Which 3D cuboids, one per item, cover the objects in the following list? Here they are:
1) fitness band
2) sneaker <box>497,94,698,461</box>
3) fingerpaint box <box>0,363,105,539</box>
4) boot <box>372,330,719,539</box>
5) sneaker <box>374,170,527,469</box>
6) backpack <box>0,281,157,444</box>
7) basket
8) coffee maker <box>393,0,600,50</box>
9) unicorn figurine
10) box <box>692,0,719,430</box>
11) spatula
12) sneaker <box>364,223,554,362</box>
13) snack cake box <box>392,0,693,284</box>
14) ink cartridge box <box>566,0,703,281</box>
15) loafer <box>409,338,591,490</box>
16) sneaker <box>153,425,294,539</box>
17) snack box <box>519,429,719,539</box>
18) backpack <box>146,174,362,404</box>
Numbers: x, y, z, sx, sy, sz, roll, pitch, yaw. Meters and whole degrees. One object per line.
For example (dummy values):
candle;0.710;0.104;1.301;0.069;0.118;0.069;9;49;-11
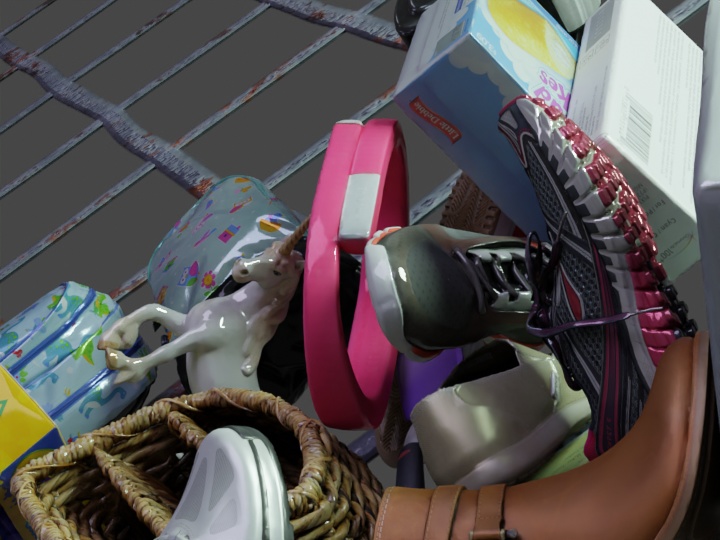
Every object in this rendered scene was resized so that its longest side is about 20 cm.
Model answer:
fitness band;0.000;0.000;0.994;0.037;0.144;0.201;2;41;10
sneaker;0.114;0.004;0.863;0.074;0.201;0.081;-27;-14;19
fingerpaint box;-0.257;0.167;1.082;0.167;0.200;0.073;-41;69;-18
boot;0.087;0.116;0.797;0.154;0.077;0.202;8;81;25
sneaker;0.086;0.042;1.075;0.071;0.112;0.201;13;80;54
backpack;-0.246;0.102;1.267;0.199;0.155;0.163;-23;0;-9
basket;-0.084;0.130;0.955;0.143;0.149;0.200;-54;26;-2
coffee maker;0.103;-0.109;1.147;0.191;0.201;0.135;-35;20;-8
unicorn figurine;-0.095;0.062;1.094;0.136;0.202;0.074;-11;20;-16
box;0.244;-0.007;0.757;0.170;0.200;0.201;-3;32;17
spatula;0.033;0.094;0.961;0.056;0.021;0.201;-42;20;30
sneaker;0.076;0.003;0.942;0.081;0.078;0.199;-20;-12;31
snack cake box;0.117;-0.081;1.036;0.067;0.200;0.115;-37;19;29
ink cartridge box;0.201;-0.062;1.010;0.045;0.176;0.201;-42;16;32
loafer;0.085;0.070;0.932;0.075;0.069;0.200;-35;-3;23
sneaker;-0.101;0.160;0.780;0.075;0.115;0.202;-23;55;55
snack box;0.127;0.129;0.877;0.199;0.037;0.116;-34;23;-4
backpack;-0.074;0.015;1.224;0.166;0.127;0.200;-36;21;-1
